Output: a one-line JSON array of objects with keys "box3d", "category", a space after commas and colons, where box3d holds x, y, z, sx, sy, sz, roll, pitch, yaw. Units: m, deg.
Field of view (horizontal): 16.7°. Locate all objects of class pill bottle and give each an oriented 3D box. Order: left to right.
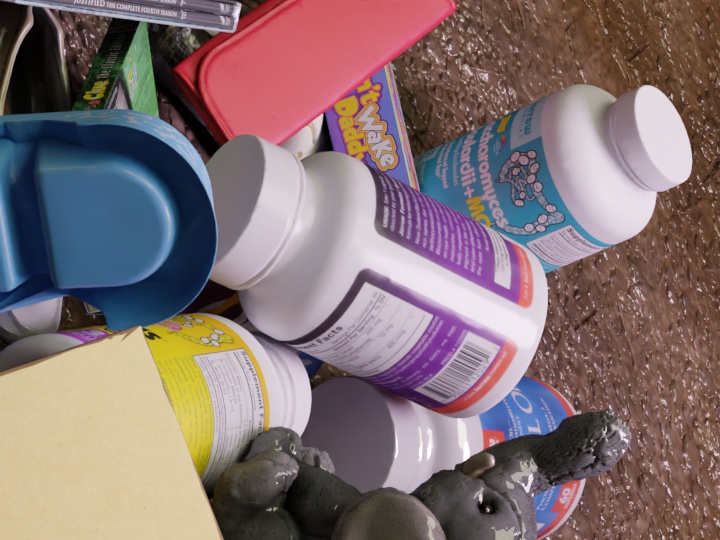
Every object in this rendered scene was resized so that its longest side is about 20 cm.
[{"box3d": [-0.112, 0.078, 1.332, 0.200, 0.104, 0.105, -7, 76, -57], "category": "pill bottle"}, {"box3d": [0.000, 0.000, 1.395, 0.199, 0.111, 0.112, 26, 49, -30], "category": "pill bottle"}, {"box3d": [0.048, 0.115, 1.536, 0.199, 0.112, 0.113, 9, 63, -53], "category": "pill bottle"}, {"box3d": [0.124, -0.057, 1.670, 0.111, 0.199, 0.111, 34, 44, -40], "category": "pill bottle"}]

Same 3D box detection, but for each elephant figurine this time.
[{"box3d": [0.027, 0.153, 1.280, 0.141, 0.199, 0.156, -25, 118, -60], "category": "elephant figurine"}]

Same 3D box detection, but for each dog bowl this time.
[{"box3d": [-0.167, -0.029, 1.250, 0.050, 0.198, 0.112, -76, 161, -65], "category": "dog bowl"}]

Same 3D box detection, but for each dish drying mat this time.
[{"box3d": [-0.026, -0.144, 1.521, 0.200, 0.018, 0.077, -39, 97, -32], "category": "dish drying mat"}]

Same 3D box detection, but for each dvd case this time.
[{"box3d": [-0.181, -0.164, 1.360, 0.199, 0.145, 0.022, 2, 104, -56], "category": "dvd case"}]

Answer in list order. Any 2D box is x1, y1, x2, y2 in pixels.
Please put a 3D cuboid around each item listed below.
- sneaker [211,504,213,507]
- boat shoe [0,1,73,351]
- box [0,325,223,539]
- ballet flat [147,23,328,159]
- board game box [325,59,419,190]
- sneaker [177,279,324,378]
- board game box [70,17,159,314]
[{"box3d": [-0.080, 0.182, 1.344, 0.200, 0.071, 0.083, -30, 97, -58], "category": "sneaker"}, {"box3d": [-0.189, -0.055, 1.334, 0.075, 0.068, 0.201, 11, 63, -54], "category": "boat shoe"}, {"box3d": [-0.159, 0.129, 1.168, 0.199, 0.021, 0.165, -19, 85, -37], "category": "box"}, {"box3d": [-0.064, -0.102, 1.547, 0.200, 0.072, 0.072, 47, 37, -29], "category": "ballet flat"}, {"box3d": [0.008, -0.082, 1.606, 0.135, 0.044, 0.201, 65, 13, -73], "category": "board game box"}, {"box3d": [-0.057, 0.025, 1.472, 0.200, 0.075, 0.091, -16, 78, -57], "category": "sneaker"}, {"box3d": [-0.136, -0.064, 1.367, 0.200, 0.023, 0.106, -82, 166, -66], "category": "board game box"}]
